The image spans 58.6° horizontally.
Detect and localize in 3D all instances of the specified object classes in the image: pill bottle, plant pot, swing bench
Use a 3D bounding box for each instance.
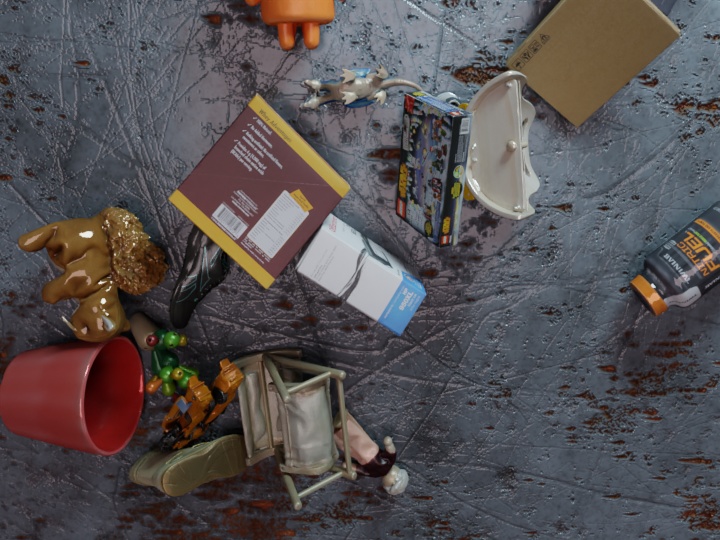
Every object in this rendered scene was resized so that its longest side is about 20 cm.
[{"bbox_3d":[0.549,-0.012,1.066,0.199,0.107,0.107,-40,102,10],"label":"pill bottle"},{"bbox_3d":[-0.493,0.210,1.093,0.172,0.201,0.207,-1,106,9],"label":"plant pot"},{"bbox_3d":[-0.119,0.259,1.113,0.127,0.198,0.205,-16,109,-33],"label":"swing bench"}]

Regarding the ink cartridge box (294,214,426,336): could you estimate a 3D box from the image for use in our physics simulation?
[{"bbox_3d":[0.000,0.000,1.048,0.197,0.145,0.085,32,102,-9],"label":"ink cartridge box"}]

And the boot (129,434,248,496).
[{"bbox_3d":[-0.306,0.349,1.176,0.153,0.197,0.075,-11,92,44],"label":"boot"}]

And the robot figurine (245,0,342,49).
[{"bbox_3d":[-0.093,-0.433,0.942,0.141,0.116,0.206,9,110,34],"label":"robot figurine"}]

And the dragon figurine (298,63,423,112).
[{"bbox_3d":[-0.001,-0.288,1.011,0.195,0.099,0.061,-12,106,-17],"label":"dragon figurine"}]

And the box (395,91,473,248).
[{"bbox_3d":[0.108,-0.157,0.989,0.039,0.137,0.205,-11,120,-24],"label":"box"}]

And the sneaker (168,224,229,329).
[{"bbox_3d":[-0.270,0.013,1.088,0.077,0.076,0.205,19,105,-8],"label":"sneaker"}]

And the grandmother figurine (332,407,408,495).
[{"bbox_3d":[0.019,0.342,1.194,0.120,0.061,0.200,-32,108,37],"label":"grandmother figurine"}]

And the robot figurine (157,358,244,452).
[{"bbox_3d":[-0.281,0.238,1.111,0.059,0.144,0.201,50,130,13],"label":"robot figurine"}]

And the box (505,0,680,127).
[{"bbox_3d":[0.343,-0.332,0.962,0.162,0.022,0.200,34,134,-13],"label":"box"}]

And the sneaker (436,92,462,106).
[{"bbox_3d":[0.135,-0.180,1.035,0.071,0.071,0.206,-3,106,1],"label":"sneaker"}]

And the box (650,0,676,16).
[{"bbox_3d":[0.405,-0.503,0.928,0.178,0.104,0.204,25,105,-8],"label":"box"}]

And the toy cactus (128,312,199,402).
[{"bbox_3d":[-0.350,0.149,1.108,0.101,0.202,0.165,-36,70,-24],"label":"toy cactus"}]

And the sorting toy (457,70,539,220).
[{"bbox_3d":[0.233,-0.186,0.988,0.105,0.178,0.207,0,99,39],"label":"sorting toy"}]

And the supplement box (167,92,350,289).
[{"bbox_3d":[-0.155,-0.120,0.998,0.197,0.133,0.201,42,87,-11],"label":"supplement box"}]

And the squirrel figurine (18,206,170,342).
[{"bbox_3d":[-0.413,0.010,1.040,0.196,0.142,0.191,-24,85,-11],"label":"squirrel figurine"}]
